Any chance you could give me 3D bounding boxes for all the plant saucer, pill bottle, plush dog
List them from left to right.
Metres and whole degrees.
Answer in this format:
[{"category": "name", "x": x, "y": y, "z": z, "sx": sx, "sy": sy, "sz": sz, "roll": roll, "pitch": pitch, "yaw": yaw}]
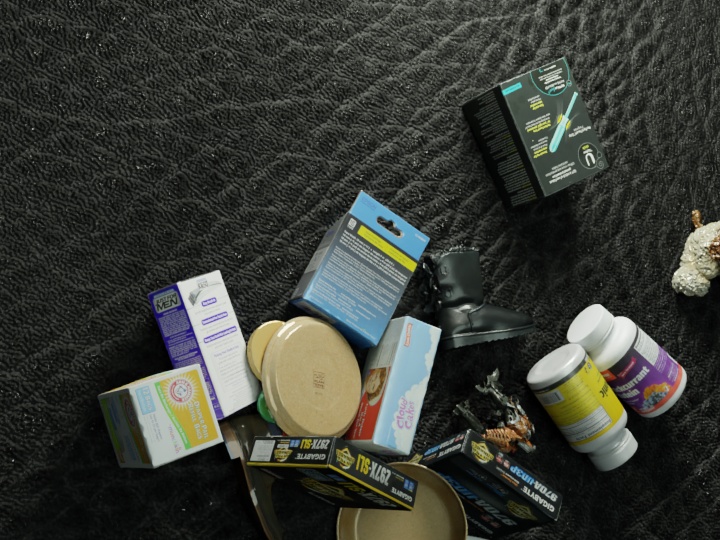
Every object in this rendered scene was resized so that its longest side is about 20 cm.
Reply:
[{"category": "plant saucer", "x": 0.064, "y": 0.395, "z": 1.697, "sx": 0.198, "sy": 0.035, "sz": 0.202, "roll": -2, "pitch": 76, "yaw": 6}, {"category": "pill bottle", "x": 0.375, "y": 0.232, "z": 1.864, "sx": 0.111, "sy": 0.111, "sz": 0.201, "roll": -39, "pitch": 100, "yaw": -25}, {"category": "pill bottle", "x": 0.453, "y": 0.151, "z": 1.912, "sx": 0.200, "sy": 0.111, "sz": 0.112, "roll": 40, "pitch": 68, "yaw": -14}, {"category": "plush dog", "x": 0.671, "y": -0.043, "z": 2.010, "sx": 0.199, "sy": 0.172, "sz": 0.162, "roll": -6, "pitch": 84, "yaw": -25}]

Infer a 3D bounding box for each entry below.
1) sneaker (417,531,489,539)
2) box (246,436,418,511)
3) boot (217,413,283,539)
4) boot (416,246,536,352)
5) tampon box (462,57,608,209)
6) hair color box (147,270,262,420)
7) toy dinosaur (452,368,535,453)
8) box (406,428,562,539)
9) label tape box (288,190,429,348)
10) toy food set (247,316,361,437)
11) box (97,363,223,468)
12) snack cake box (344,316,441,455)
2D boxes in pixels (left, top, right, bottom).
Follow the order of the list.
[{"category": "sneaker", "x": 0.166, "y": 0.473, "z": 1.752, "sx": 0.199, "sy": 0.073, "sz": 0.115, "roll": 18, "pitch": 78, "yaw": -22}, {"category": "box", "x": -0.037, "y": 0.291, "z": 1.597, "sx": 0.200, "sy": 0.159, "sz": 0.050, "roll": 36, "pitch": 57, "yaw": -41}, {"category": "boot", "x": -0.134, "y": 0.301, "z": 1.635, "sx": 0.096, "sy": 0.075, "sz": 0.201, "roll": -23, "pitch": 90, "yaw": -23}, {"category": "boot", "x": 0.191, "y": 0.041, "z": 1.833, "sx": 0.197, "sy": 0.073, "sz": 0.164, "roll": -7, "pitch": 82, "yaw": -25}, {"category": "tampon box", "x": 0.295, "y": -0.229, "z": 1.889, "sx": 0.149, "sy": 0.126, "sz": 0.201, "roll": -24, "pitch": 93, "yaw": -26}, {"category": "hair color box", "x": -0.221, "y": 0.110, "z": 1.605, "sx": 0.109, "sy": 0.064, "sz": 0.201, "roll": -20, "pitch": 92, "yaw": -62}, {"category": "toy dinosaur", "x": 0.226, "y": 0.239, "z": 1.767, "sx": 0.102, "sy": 0.200, "sz": 0.136, "roll": -42, "pitch": 77, "yaw": -5}, {"category": "box", "x": 0.188, "y": 0.334, "z": 1.732, "sx": 0.200, "sy": 0.159, "sz": 0.046, "roll": 37, "pitch": 52, "yaw": -16}, {"category": "label tape box", "x": 0.000, "y": 0.000, "z": 1.750, "sx": 0.144, "sy": 0.063, "sz": 0.201, "roll": 34, "pitch": 69, "yaw": -16}, {"category": "toy food set", "x": -0.077, "y": 0.169, "z": 1.671, "sx": 0.199, "sy": 0.048, "sz": 0.200, "roll": -4, "pitch": 81, "yaw": -45}, {"category": "box", "x": -0.275, "y": 0.200, "z": 1.514, "sx": 0.101, "sy": 0.200, "sz": 0.113, "roll": -17, "pitch": 89, "yaw": -26}, {"category": "snack cake box", "x": 0.049, "y": 0.179, "z": 1.717, "sx": 0.067, "sy": 0.115, "sz": 0.201, "roll": 22, "pitch": 74, "yaw": -21}]
